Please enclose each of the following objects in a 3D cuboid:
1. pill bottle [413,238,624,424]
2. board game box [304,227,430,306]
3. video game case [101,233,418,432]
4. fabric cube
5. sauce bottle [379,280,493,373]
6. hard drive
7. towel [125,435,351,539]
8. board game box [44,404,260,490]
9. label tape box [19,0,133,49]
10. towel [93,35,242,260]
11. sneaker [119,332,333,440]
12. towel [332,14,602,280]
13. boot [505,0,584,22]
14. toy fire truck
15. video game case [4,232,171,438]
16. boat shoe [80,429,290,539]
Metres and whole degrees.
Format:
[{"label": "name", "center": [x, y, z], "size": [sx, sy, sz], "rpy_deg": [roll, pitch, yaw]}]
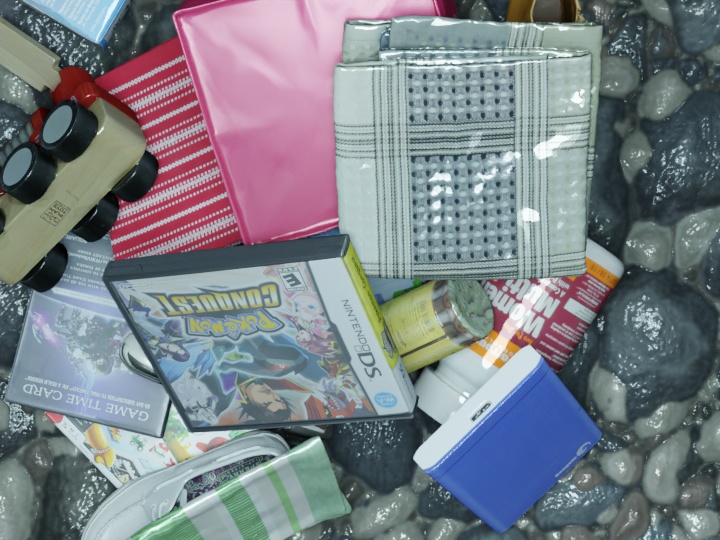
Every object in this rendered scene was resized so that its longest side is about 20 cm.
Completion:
[{"label": "pill bottle", "center": [0.132, 0.050, 1.438], "size": [0.109, 0.110, 0.200], "rpy_deg": [32, 94, -5]}, {"label": "board game box", "center": [0.000, 0.000, 1.387], "size": [0.151, 0.200, 0.037], "rpy_deg": [-17, 69, -3]}, {"label": "video game case", "center": [-0.075, 0.054, 1.279], "size": [0.200, 0.026, 0.181], "rpy_deg": [-6, 132, 20]}, {"label": "fabric cube", "center": [-0.017, -0.156, 1.301], "size": [0.200, 0.199, 0.197], "rpy_deg": [-13, 108, 6]}, {"label": "sauce bottle", "center": [0.020, 0.062, 1.413], "size": [0.200, 0.065, 0.065], "rpy_deg": [-25, 95, 34]}, {"label": "hard drive", "center": [0.130, 0.149, 1.411], "size": [0.132, 0.200, 0.025], "rpy_deg": [-44, 59, 0]}, {"label": "towel", "center": [-0.108, 0.219, 1.392], "size": [0.200, 0.153, 0.023], "rpy_deg": [-27, 60, -5]}, {"label": "board game box", "center": [-0.164, 0.152, 1.464], "size": [0.126, 0.035, 0.200], "rpy_deg": [-44, 95, -1]}, {"label": "label tape box", "center": [-0.271, -0.303, 1.419], "size": [0.200, 0.066, 0.143], "rpy_deg": [31, 91, -2]}, {"label": "towel", "center": [-0.162, -0.096, 1.393], "size": [0.144, 0.022, 0.200], "rpy_deg": [-22, 71, 29]}, {"label": "sneaker", "center": [-0.095, 0.064, 1.405], "size": [0.200, 0.076, 0.116], "rpy_deg": [26, 78, -21]}, {"label": "towel", "center": [0.077, -0.086, 1.201], "size": [0.192, 0.035, 0.200], "rpy_deg": [1, 109, 1]}, {"label": "boot", "center": [0.153, -0.156, 1.412], "size": [0.071, 0.144, 0.202], "rpy_deg": [-3, 94, -3]}, {"label": "toy fire truck", "center": [-0.287, -0.113, 1.408], "size": [0.176, 0.200, 0.129], "rpy_deg": [-43, 131, 15]}, {"label": "video game case", "center": [-0.216, 0.032, 1.435], "size": [0.143, 0.019, 0.200], "rpy_deg": [13, 86, 6]}, {"label": "boat shoe", "center": [-0.149, 0.203, 1.415], "size": [0.200, 0.069, 0.072], "rpy_deg": [-22, 95, -3]}]
